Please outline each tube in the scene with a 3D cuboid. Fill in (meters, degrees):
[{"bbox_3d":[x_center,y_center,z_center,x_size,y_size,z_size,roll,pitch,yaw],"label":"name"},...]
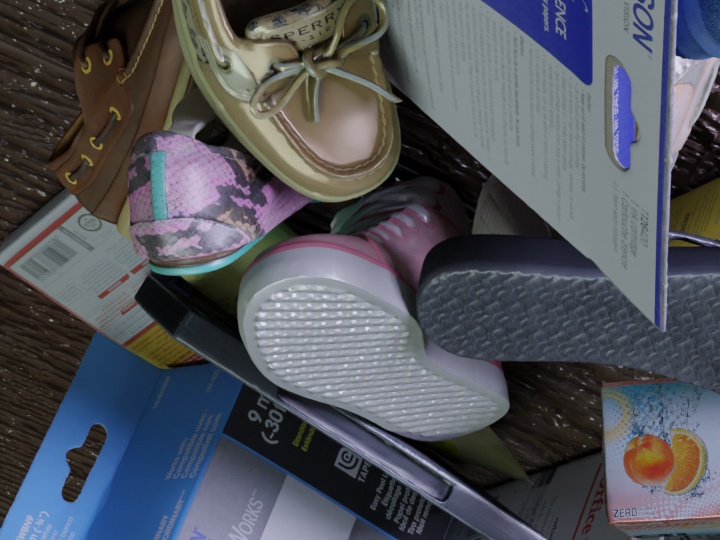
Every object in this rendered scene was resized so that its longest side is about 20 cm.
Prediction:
[{"bbox_3d":[-0.003,0.039,1.231,0.200,0.058,0.052,40,120,-22],"label":"tube"}]

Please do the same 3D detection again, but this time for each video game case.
[{"bbox_3d":[-0.071,0.021,1.303,0.200,0.018,0.143,36,143,-17],"label":"video game case"},{"bbox_3d":[-0.013,0.069,1.236,0.199,0.019,0.143,33,179,-14],"label":"video game case"}]

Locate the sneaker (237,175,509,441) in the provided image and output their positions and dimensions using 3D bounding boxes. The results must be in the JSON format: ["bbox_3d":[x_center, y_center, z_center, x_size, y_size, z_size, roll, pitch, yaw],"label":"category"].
[{"bbox_3d":[0.000,0.000,1.133,0.075,0.105,0.200,-19,155,20],"label":"sneaker"}]

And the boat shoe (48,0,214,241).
[{"bbox_3d":[-0.094,-0.085,1.129,0.067,0.072,0.200,27,143,1],"label":"boat shoe"}]

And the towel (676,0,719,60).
[{"bbox_3d":[0.187,-0.136,0.860,0.199,0.112,0.049,-16,130,44],"label":"towel"}]

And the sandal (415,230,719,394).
[{"bbox_3d":[0.123,0.008,1.053,0.199,0.043,0.076,9,137,5],"label":"sandal"}]

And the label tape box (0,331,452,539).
[{"bbox_3d":[-0.063,0.126,1.296,0.199,0.145,0.063,33,145,-14],"label":"label tape box"}]

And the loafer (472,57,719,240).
[{"bbox_3d":[0.102,-0.040,1.085,0.072,0.063,0.200,54,153,18],"label":"loafer"}]

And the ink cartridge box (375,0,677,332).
[{"bbox_3d":[0.060,-0.106,0.957,0.200,0.047,0.198,41,154,31],"label":"ink cartridge box"}]

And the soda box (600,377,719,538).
[{"bbox_3d":[0.206,0.076,1.118,0.199,0.064,0.068,-4,167,15],"label":"soda box"}]

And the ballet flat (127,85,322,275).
[{"bbox_3d":[-0.043,-0.051,1.092,0.069,0.200,0.072,0,102,20],"label":"ballet flat"}]

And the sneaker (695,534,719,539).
[{"bbox_3d":[0.224,0.129,1.220,0.085,0.078,0.200,-19,126,44],"label":"sneaker"}]

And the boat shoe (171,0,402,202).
[{"bbox_3d":[-0.039,-0.116,1.000,0.201,0.073,0.063,61,163,-14],"label":"boat shoe"}]

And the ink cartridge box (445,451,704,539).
[{"bbox_3d":[0.105,0.159,1.296,0.068,0.116,0.200,39,144,-22],"label":"ink cartridge box"}]

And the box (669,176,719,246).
[{"bbox_3d":[0.198,-0.017,1.066,0.075,0.050,0.200,39,142,-21],"label":"box"}]
